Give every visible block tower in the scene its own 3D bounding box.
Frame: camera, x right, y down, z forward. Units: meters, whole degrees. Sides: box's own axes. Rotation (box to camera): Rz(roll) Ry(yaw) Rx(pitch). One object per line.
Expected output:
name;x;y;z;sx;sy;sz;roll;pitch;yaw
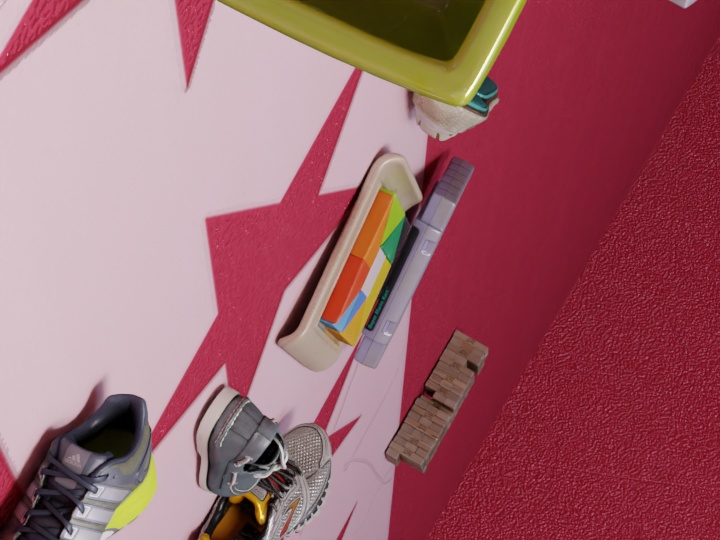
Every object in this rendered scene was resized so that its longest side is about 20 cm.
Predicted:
block tower;0.107;0.186;2.425;0.200;0.058;0.054;-58;167;-14

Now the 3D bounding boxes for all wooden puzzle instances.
wooden puzzle;0.000;0.000;1.611;0.200;0.037;0.185;-61;168;-6

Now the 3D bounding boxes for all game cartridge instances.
game cartridge;0.052;-0.009;1.766;0.200;0.038;0.130;-65;173;24

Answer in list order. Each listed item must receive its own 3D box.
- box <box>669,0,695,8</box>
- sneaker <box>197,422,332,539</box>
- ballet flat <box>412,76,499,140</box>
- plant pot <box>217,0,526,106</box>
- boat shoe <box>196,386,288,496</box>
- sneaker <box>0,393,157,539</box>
box;0.426;-0.453;2.230;0.200;0.105;0.184;-38;153;-61
sneaker;-0.086;0.218;1.634;0.200;0.078;0.082;-54;164;-34
ballet flat;0.083;-0.144;1.583;0.062;0.067;0.200;-55;170;16
plant pot;0.012;-0.204;0.858;0.200;0.199;0.181;-64;175;7
boat shoe;-0.096;0.160;1.498;0.073;0.062;0.200;-58;167;-20
sneaker;-0.190;0.150;1.099;0.200;0.074;0.081;-60;164;-50
